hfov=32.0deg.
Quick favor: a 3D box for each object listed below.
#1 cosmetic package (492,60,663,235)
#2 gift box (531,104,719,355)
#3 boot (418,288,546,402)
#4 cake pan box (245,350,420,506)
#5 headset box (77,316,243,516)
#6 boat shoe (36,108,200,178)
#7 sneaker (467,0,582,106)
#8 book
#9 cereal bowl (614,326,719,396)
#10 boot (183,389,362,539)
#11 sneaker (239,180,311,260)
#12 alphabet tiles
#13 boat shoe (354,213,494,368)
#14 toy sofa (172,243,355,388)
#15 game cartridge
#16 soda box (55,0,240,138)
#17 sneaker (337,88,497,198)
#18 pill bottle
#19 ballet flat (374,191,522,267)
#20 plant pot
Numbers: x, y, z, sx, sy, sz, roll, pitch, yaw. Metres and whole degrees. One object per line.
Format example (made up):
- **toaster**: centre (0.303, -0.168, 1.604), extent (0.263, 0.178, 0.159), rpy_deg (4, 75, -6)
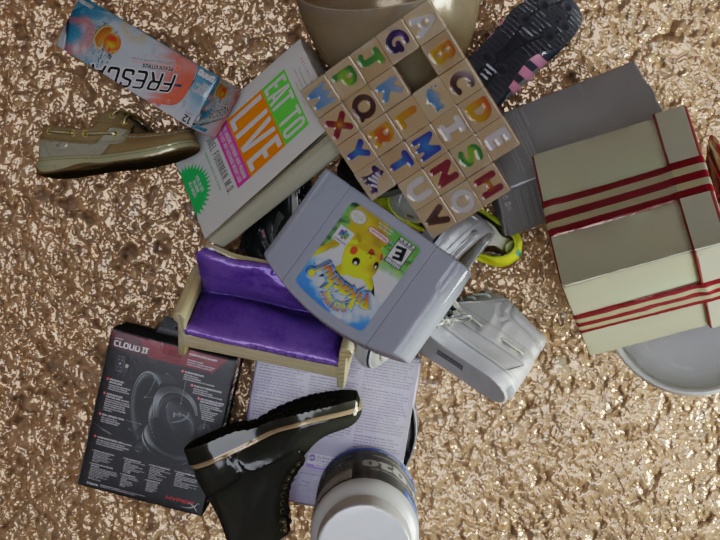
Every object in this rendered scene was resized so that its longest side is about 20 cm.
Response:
- **cosmetic package**: centre (0.228, -0.132, 1.355), extent (0.197, 0.091, 0.108), rpy_deg (-18, 52, 3)
- **gift box**: centre (0.292, -0.038, 1.270), extent (0.184, 0.200, 0.187), rpy_deg (-16, 62, 14)
- **boot**: centre (0.110, 0.055, 1.409), extent (0.199, 0.074, 0.096), rpy_deg (36, 66, 11)
- **cake pan box**: centre (-0.032, 0.173, 1.425), extent (0.197, 0.052, 0.187), rpy_deg (8, 96, 2)
- **headset box**: centre (-0.221, 0.156, 1.419), extent (0.147, 0.077, 0.203), rpy_deg (13, 94, 1)
- **boat shoe**: centre (-0.273, -0.145, 1.390), extent (0.197, 0.074, 0.067), rpy_deg (-5, 87, 16)
- **sneaker**: centre (0.161, -0.231, 1.374), extent (0.199, 0.082, 0.070), rpy_deg (-40, 85, -25)
- **book**: centre (-0.108, -0.138, 1.363), extent (0.199, 0.048, 0.135), rpy_deg (-39, 56, 18)
- **cereal bowl**: centre (0.363, 0.039, 1.369), extent (0.197, 0.083, 0.203), rpy_deg (-3, 78, 13)
- **boot**: centre (-0.075, 0.220, 1.359), extent (0.197, 0.077, 0.140), rpy_deg (-19, 96, 10)
- **sneaker**: centre (-0.098, -0.052, 1.402), extent (0.086, 0.076, 0.203), rpy_deg (-5, 94, 9)
- **alphabet tiles**: centre (0.057, -0.139, 1.252), extent (0.166, 0.008, 0.201), rpy_deg (-31, 97, 25)
- **boat shoe**: centre (0.078, 0.031, 1.327), extent (0.086, 0.075, 0.203), rpy_deg (34, 89, 21)
- **toy sofa**: centre (-0.098, 0.049, 1.354), extent (0.197, 0.083, 0.098), rpy_deg (12, 134, 5)
- **game cartridge**: centre (0.000, 0.000, 1.299), extent (0.199, 0.040, 0.134), rpy_deg (35, 89, 21)
- **soda box**: centre (-0.232, -0.222, 1.371), extent (0.199, 0.068, 0.064), rpy_deg (31, 95, 17)
- **sneaker**: centre (0.041, -0.142, 1.338), extent (0.198, 0.106, 0.076), rpy_deg (-11, 58, 32)
- **pill bottle**: centre (0.005, 0.261, 1.307), extent (0.112, 0.200, 0.116), rpy_deg (0, 96, 1)
- **ballet flat**: centre (0.092, -0.065, 1.394), extent (0.198, 0.067, 0.067), rpy_deg (28, 93, 1)
- **plant pot**: centre (0.038, -0.253, 1.338), extent (0.197, 0.201, 0.136), rpy_deg (-9, 122, 3)
